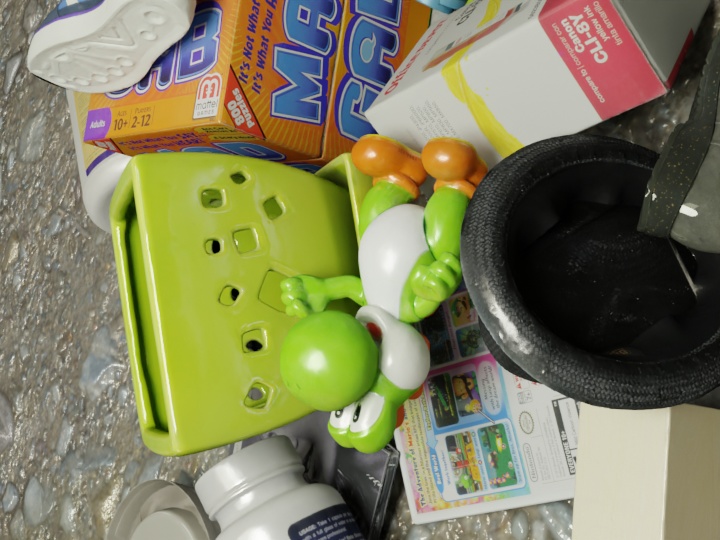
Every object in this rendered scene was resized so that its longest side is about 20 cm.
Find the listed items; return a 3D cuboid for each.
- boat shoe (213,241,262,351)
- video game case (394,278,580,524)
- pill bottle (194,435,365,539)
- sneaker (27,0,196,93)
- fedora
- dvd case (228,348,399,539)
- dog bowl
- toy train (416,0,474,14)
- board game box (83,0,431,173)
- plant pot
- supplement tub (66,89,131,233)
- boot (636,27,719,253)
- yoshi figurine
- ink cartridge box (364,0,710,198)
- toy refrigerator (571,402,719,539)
[{"bbox_3d":[-0.116,0.020,0.987,0.075,0.062,0.200,13,109,47],"label":"boat shoe"},{"bbox_3d":[0.089,0.071,0.791,0.182,0.024,0.200,-22,75,41],"label":"video game case"},{"bbox_3d":[-0.043,0.229,0.812,0.111,0.111,0.200,-41,69,31],"label":"pill bottle"},{"bbox_3d":[-0.181,-0.232,0.849,0.200,0.081,0.147,-16,60,47],"label":"sneaker"},{"bbox_3d":[0.142,0.011,0.677,0.092,0.200,0.201,125,139,-57],"label":"fedora"},{"bbox_3d":[-0.050,0.172,0.916,0.200,0.016,0.149,30,114,46],"label":"dvd case"},{"bbox_3d":[-0.161,0.287,0.982,0.200,0.059,0.200,-10,77,48],"label":"dog bowl"},{"bbox_3d":[0.114,-0.233,0.830,0.200,0.085,0.116,41,120,43],"label":"toy train"},{"bbox_3d":[-0.084,-0.186,0.932,0.200,0.200,0.200,1,81,47],"label":"board game box"},{"bbox_3d":[-0.075,0.019,0.801,0.199,0.181,0.200,159,101,-72],"label":"plant pot"},{"bbox_3d":[-0.215,-0.147,1.098,0.145,0.145,0.200,-37,55,34],"label":"supplement tub"},{"bbox_3d":[0.256,-0.075,0.647,0.130,0.068,0.200,22,65,17],"label":"boot"},{"bbox_3d":[0.008,0.010,0.685,0.112,0.112,0.200,127,158,-79],"label":"yoshi figurine"},{"bbox_3d":[0.119,-0.147,0.746,0.200,0.083,0.145,-23,24,41],"label":"ink cartridge box"},{"bbox_3d":[0.170,0.180,0.663,0.070,0.076,0.200,-4,77,45],"label":"toy refrigerator"}]
